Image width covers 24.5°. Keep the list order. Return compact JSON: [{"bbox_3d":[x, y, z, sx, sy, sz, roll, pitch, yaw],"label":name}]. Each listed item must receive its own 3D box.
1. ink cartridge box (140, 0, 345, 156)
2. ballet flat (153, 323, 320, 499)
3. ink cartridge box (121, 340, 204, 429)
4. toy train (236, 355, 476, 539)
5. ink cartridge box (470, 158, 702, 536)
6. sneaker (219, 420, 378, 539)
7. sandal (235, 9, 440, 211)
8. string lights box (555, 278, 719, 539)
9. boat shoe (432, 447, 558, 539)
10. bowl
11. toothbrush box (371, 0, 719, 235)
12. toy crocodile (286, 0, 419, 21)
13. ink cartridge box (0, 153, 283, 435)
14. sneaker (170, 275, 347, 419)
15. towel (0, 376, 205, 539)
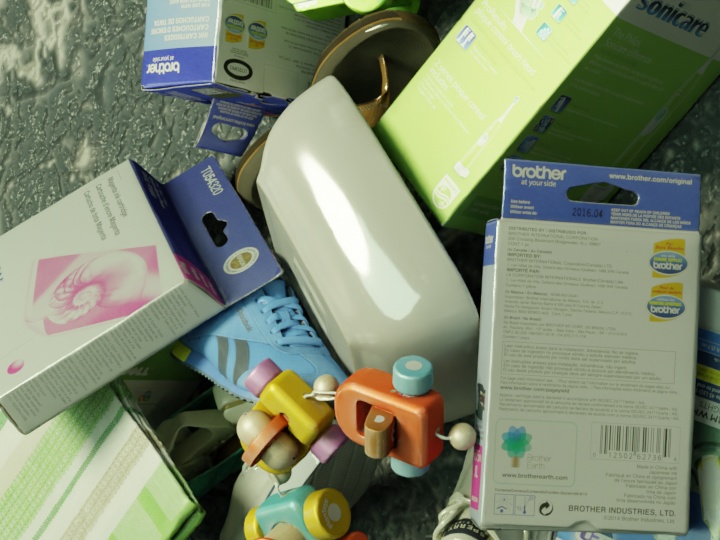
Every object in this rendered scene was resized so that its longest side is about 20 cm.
[{"bbox_3d":[-0.078,-0.183,1.150,0.076,0.136,0.202,0,85,38],"label":"ink cartridge box"},{"bbox_3d":[-0.091,0.105,1.174,0.200,0.070,0.068,-40,62,27],"label":"ballet flat"},{"bbox_3d":[-0.175,0.076,1.219,0.200,0.103,0.059,-51,59,22],"label":"ink cartridge box"},{"bbox_3d":[-0.015,0.131,0.958,0.149,0.056,0.201,23,127,26],"label":"toy train"},{"bbox_3d":[0.125,0.043,0.920,0.118,0.042,0.202,3,90,-7],"label":"ink cartridge box"},{"bbox_3d":[-0.052,0.149,1.117,0.071,0.073,0.201,56,134,28],"label":"sneaker"},{"bbox_3d":[-0.014,-0.096,1.124,0.200,0.081,0.055,-42,49,30],"label":"sandal"},{"bbox_3d":[0.187,0.107,0.970,0.102,0.059,0.202,19,97,35],"label":"string lights box"},{"bbox_3d":[0.077,0.167,1.005,0.070,0.070,0.202,-8,57,32],"label":"boat shoe"},{"bbox_3d":[0.000,0.000,1.032,0.074,0.200,0.201,-26,68,-7],"label":"bowl"},{"bbox_3d":[0.125,-0.117,0.984,0.200,0.145,0.086,-50,59,23],"label":"toothbrush box"},{"bbox_3d":[0.044,-0.201,1.088,0.198,0.067,0.062,-9,84,24],"label":"toy crocodile"},{"bbox_3d":[-0.169,-0.003,1.129,0.199,0.043,0.197,-33,33,-2],"label":"ink cartridge box"},{"bbox_3d":[-0.061,0.042,1.069,0.200,0.066,0.079,23,96,57],"label":"sneaker"},{"bbox_3d":[-0.189,0.146,1.118,0.150,0.031,0.200,-54,51,16],"label":"towel"}]
